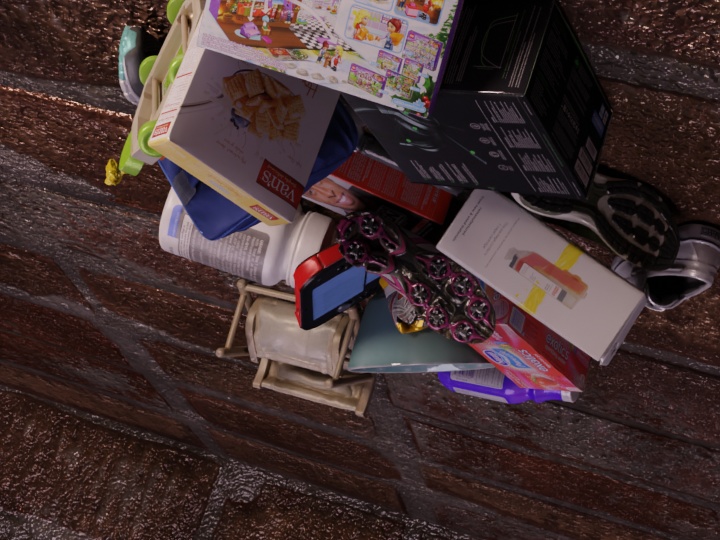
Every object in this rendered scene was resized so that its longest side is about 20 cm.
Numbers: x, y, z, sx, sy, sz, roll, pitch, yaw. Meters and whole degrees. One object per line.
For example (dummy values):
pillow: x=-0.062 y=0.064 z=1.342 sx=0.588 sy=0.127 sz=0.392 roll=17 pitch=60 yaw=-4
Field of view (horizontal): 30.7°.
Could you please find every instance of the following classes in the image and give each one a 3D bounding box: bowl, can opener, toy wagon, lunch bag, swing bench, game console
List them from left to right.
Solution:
toy wagon: x=-0.182 y=-0.162 z=1.214 sx=0.039 sy=0.201 sz=0.156 roll=20 pitch=-153 yaw=-20
lunch bag: x=-0.107 y=-0.122 z=1.269 sx=0.137 sy=0.132 sz=0.200 roll=55 pitch=144 yaw=0
swing bench: x=-0.087 y=0.121 z=2.013 sx=0.196 sy=0.131 sz=0.200 roll=13 pitch=165 yaw=19
game console: x=0.000 y=0.000 z=1.572 sx=0.031 sy=0.175 sz=0.200 roll=61 pitch=169 yaw=16
can opener: x=0.021 y=-0.141 z=1.340 sx=0.198 sy=0.054 sz=0.067 roll=23 pitch=-167 yaw=-10
bowl: x=0.081 y=0.075 z=1.695 sx=0.197 sy=0.107 sz=0.201 roll=-1 pitch=172 yaw=0

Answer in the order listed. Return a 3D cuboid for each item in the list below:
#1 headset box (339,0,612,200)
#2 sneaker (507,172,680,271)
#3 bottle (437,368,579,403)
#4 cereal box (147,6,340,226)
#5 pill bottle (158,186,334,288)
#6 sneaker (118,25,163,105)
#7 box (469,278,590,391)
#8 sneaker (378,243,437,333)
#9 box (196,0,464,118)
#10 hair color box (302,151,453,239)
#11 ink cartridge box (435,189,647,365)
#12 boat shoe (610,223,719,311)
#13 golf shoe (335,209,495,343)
headset box: x=0.095 y=-0.150 z=1.148 sx=0.198 sy=0.094 sz=0.174 roll=8 pitch=158 yaw=33
sneaker: x=0.228 y=-0.062 z=1.312 sx=0.198 sy=0.078 sz=0.089 roll=29 pitch=172 yaw=-9
bottle: x=0.209 y=0.142 z=1.834 sx=0.197 sy=0.085 sz=0.065 roll=9 pitch=158 yaw=28
cereal box: x=-0.087 y=-0.160 z=1.138 sx=0.143 sy=0.202 sz=0.039 roll=32 pitch=156 yaw=-34
pill bottle: x=-0.138 y=-0.049 z=1.620 sx=0.197 sy=0.115 sz=0.114 roll=19 pitch=161 yaw=5
sneaker: x=-0.185 y=-0.193 z=1.372 sx=0.090 sy=0.079 sz=0.200 roll=-3 pitch=158 yaw=16
box: x=0.199 y=0.062 z=1.599 sx=0.094 sy=0.104 sz=0.200 roll=0 pitch=154 yaw=39
sneaker: x=0.082 y=0.020 z=1.531 sx=0.077 sy=0.083 sz=0.200 roll=-10 pitch=166 yaw=-15
box: x=-0.019 y=-0.217 z=1.032 sx=0.197 sy=0.139 sz=0.039 roll=18 pitch=-160 yaw=6
hair color box: x=-0.004 y=-0.101 z=1.427 sx=0.198 sy=0.062 sz=0.102 roll=24 pitch=162 yaw=-8
ink cartridge box: x=0.189 y=0.004 z=1.334 sx=0.199 sy=0.084 sz=0.145 roll=37 pitch=-175 yaw=13
boat shoe: x=0.316 y=0.008 z=1.393 sx=0.073 sy=0.066 sz=0.200 roll=22 pitch=161 yaw=-6
golf shoe: x=0.067 y=0.001 z=1.402 sx=0.199 sy=0.073 sz=0.092 roll=39 pitch=-169 yaw=8
